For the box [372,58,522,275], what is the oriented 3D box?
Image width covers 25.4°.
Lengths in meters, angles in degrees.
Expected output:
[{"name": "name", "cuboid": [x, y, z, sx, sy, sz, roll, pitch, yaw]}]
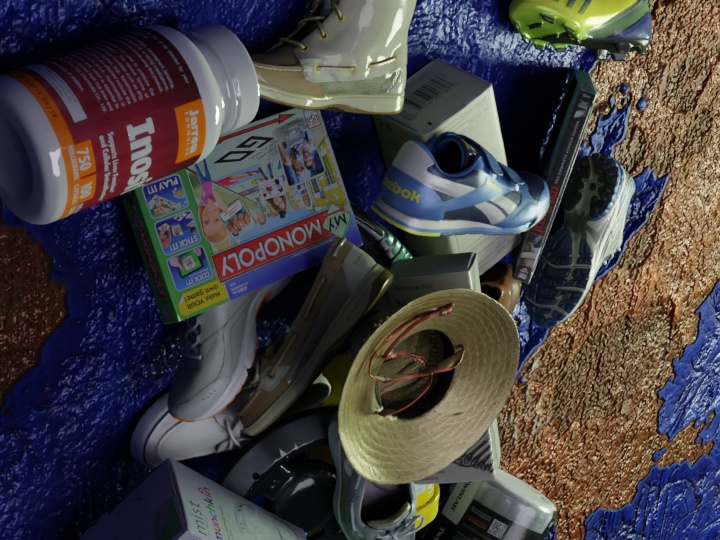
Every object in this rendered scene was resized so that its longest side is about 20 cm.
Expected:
[{"name": "box", "cuboid": [0.085, -0.089, 1.523, 0.095, 0.078, 0.200, -37, 136, -23]}]

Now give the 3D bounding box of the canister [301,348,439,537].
[{"name": "canister", "cuboid": [0.009, 0.178, 1.610, 0.148, 0.087, 0.200, -26, 129, -31]}]

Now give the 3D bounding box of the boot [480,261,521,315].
[{"name": "boot", "cuboid": [0.110, 0.088, 1.587, 0.189, 0.068, 0.200, -61, 176, 12]}]

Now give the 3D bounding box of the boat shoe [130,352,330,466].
[{"name": "boat shoe", "cuboid": [-0.115, 0.134, 1.465, 0.200, 0.066, 0.072, -20, 128, -37]}]

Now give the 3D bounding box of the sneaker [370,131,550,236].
[{"name": "sneaker", "cuboid": [0.102, -0.079, 1.431, 0.200, 0.074, 0.082, -6, 117, -43]}]

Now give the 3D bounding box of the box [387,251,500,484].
[{"name": "box", "cuboid": [0.077, 0.089, 1.451, 0.068, 0.082, 0.200, -59, 141, -72]}]

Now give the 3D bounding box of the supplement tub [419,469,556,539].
[{"name": "supplement tub", "cuboid": [0.124, 0.324, 1.795, 0.122, 0.122, 0.200, 26, 94, -51]}]

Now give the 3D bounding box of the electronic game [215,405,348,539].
[{"name": "electronic game", "cuboid": [-0.055, 0.213, 1.507, 0.200, 0.042, 0.200, -18, 129, -23]}]

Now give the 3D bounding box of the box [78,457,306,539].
[{"name": "box", "cuboid": [-0.167, 0.288, 1.416, 0.200, 0.097, 0.176, -42, 129, 15]}]

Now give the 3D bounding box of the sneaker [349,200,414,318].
[{"name": "sneaker", "cuboid": [0.000, 0.000, 1.498, 0.088, 0.074, 0.200, -51, 141, -2]}]

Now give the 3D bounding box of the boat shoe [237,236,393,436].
[{"name": "boat shoe", "cuboid": [-0.052, 0.060, 1.388, 0.201, 0.063, 0.073, -51, 177, 26]}]

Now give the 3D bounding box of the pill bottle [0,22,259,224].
[{"name": "pill bottle", "cuboid": [-0.179, -0.118, 1.199, 0.200, 0.113, 0.113, -26, 131, -33]}]

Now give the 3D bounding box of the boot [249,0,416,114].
[{"name": "boot", "cuboid": [-0.030, -0.213, 1.330, 0.200, 0.072, 0.155, 0, 110, -41]}]

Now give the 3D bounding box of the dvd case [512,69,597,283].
[{"name": "dvd case", "cuboid": [0.193, -0.098, 1.608, 0.146, 0.022, 0.200, -71, 178, -74]}]

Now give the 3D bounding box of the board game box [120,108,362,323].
[{"name": "board game box", "cuboid": [-0.100, -0.052, 1.345, 0.200, 0.029, 0.135, -24, 99, -35]}]

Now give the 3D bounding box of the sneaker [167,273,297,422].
[{"name": "sneaker", "cuboid": [-0.130, 0.031, 1.385, 0.092, 0.076, 0.200, 33, 76, -39]}]

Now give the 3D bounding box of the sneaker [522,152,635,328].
[{"name": "sneaker", "cuboid": [0.249, -0.025, 1.742, 0.085, 0.077, 0.200, 12, 105, -53]}]

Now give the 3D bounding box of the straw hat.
[{"name": "straw hat", "cuboid": [0.037, 0.079, 1.371, 0.201, 0.085, 0.201, -21, 130, -28]}]

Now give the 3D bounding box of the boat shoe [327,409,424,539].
[{"name": "boat shoe", "cuboid": [0.018, 0.207, 1.476, 0.074, 0.065, 0.202, -23, 131, -19]}]

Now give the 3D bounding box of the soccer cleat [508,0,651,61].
[{"name": "soccer cleat", "cuboid": [0.215, -0.260, 1.580, 0.200, 0.065, 0.084, 4, 81, -43]}]
